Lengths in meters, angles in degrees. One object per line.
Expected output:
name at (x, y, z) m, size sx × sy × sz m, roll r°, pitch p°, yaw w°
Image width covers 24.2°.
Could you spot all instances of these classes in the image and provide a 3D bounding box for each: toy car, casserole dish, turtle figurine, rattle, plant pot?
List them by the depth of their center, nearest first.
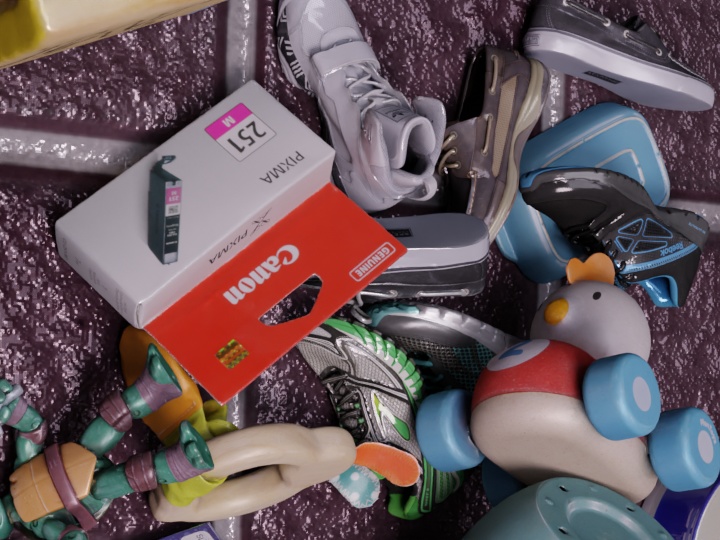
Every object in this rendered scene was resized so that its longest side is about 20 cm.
turtle figurine at (-0.207, 0.140, 1.147) m, size 0.199 × 0.101 × 0.150 m, roll -28°, pitch 80°, yaw -1°
plant pot at (0.147, 0.250, 1.220) m, size 0.200 × 0.201 × 0.161 m, roll 13°, pitch 116°, yaw -31°
rattle at (-0.069, 0.111, 1.254) m, size 0.199 × 0.143 × 0.131 m, roll -10°, pitch 138°, yaw -24°
toy car at (0.165, 0.067, 1.294) m, size 0.177 × 0.184 × 0.201 m, roll 37°, pitch 50°, yaw -39°
casserole dish at (0.198, -0.070, 1.453) m, size 0.200 × 0.039 × 0.122 m, roll -30°, pitch 103°, yaw -29°

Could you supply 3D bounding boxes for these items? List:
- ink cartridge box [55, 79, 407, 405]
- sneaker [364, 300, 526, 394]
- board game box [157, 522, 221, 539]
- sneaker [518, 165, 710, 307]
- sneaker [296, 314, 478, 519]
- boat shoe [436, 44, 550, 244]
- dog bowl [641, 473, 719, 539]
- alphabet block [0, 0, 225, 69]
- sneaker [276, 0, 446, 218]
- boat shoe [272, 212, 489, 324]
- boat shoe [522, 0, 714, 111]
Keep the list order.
ink cartridge box at (-0.090, -0.025, 1.214) m, size 0.173 × 0.044 × 0.200 m, roll 41°, pitch 62°, yaw 18°
sneaker at (0.084, 0.086, 1.356) m, size 0.199 × 0.077 × 0.092 m, roll 24°, pitch 80°, yaw -27°
board game box at (-0.115, 0.270, 1.160) m, size 0.135 × 0.200 × 0.035 m, roll -14°, pitch 133°, yaw -31°
sneaker at (0.212, -0.030, 1.395) m, size 0.199 × 0.073 × 0.082 m, roll 20°, pitch 77°, yaw -30°
sneaker at (0.012, 0.114, 1.305) m, size 0.085 × 0.078 × 0.200 m, roll -47°, pitch 112°, yaw -24°
boat shoe at (0.091, -0.095, 1.376) m, size 0.073 × 0.074 × 0.201 m, roll 26°, pitch 67°, yaw -17°
dog bowl at (0.342, 0.262, 1.505) m, size 0.199 × 0.079 × 0.201 m, roll 1°, pitch 87°, yaw -32°
alphabet block at (-0.188, -0.253, 1.128) m, size 0.199 × 0.196 × 0.196 m, roll -23°, pitch 98°, yaw -30°
sneaker at (0.005, -0.139, 1.289) m, size 0.075 × 0.115 × 0.201 m, roll -20°, pitch 98°, yaw -31°
boat shoe at (0.000, -0.001, 1.291) m, size 0.198 × 0.074 × 0.068 m, roll -6°, pitch 122°, yaw -10°
boat shoe at (0.230, -0.193, 1.466) m, size 0.199 × 0.070 × 0.067 m, roll 15°, pitch 82°, yaw -23°
